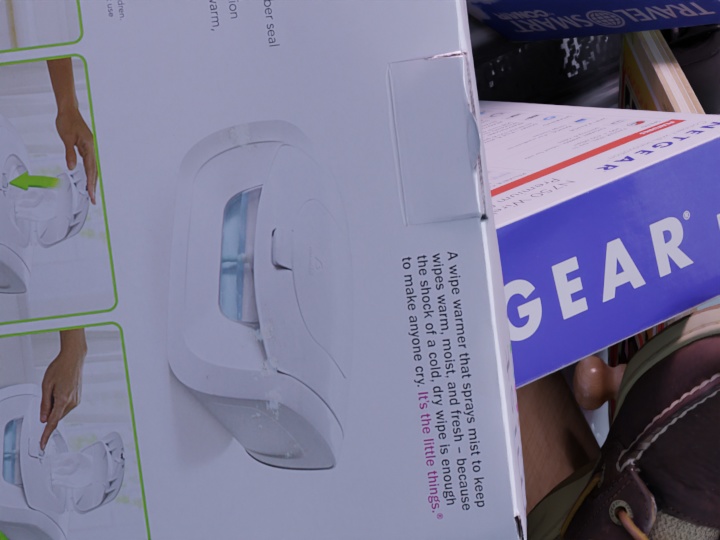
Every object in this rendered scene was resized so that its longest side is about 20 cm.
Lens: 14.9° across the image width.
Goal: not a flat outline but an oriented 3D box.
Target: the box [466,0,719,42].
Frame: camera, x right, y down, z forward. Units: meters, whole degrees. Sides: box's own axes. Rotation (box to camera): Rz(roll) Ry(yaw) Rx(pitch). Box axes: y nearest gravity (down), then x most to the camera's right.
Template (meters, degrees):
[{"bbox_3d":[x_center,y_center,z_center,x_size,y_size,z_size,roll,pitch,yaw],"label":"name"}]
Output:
[{"bbox_3d":[0.050,-0.134,0.959,0.200,0.122,0.048,28,71,-39],"label":"box"}]

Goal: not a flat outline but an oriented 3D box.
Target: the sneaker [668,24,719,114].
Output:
[{"bbox_3d":[0.149,-0.118,1.097,0.091,0.076,0.200,42,56,-24],"label":"sneaker"}]

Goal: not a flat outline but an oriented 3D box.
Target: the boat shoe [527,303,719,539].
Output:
[{"bbox_3d":[0.099,0.082,0.865,0.072,0.200,0.072,20,54,-12],"label":"boat shoe"}]

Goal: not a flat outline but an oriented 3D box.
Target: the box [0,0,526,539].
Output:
[{"bbox_3d":[-0.057,-0.026,0.674,0.176,0.097,0.201,-8,96,0],"label":"box"}]

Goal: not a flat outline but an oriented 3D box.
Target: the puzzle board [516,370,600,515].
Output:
[{"bbox_3d":[0.041,0.073,0.965,0.151,0.017,0.200,62,24,-18],"label":"puzzle board"}]

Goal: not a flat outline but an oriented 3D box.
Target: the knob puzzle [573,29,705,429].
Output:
[{"bbox_3d":[0.094,0.020,0.994,0.030,0.220,0.221,1,90,-1],"label":"knob puzzle"}]

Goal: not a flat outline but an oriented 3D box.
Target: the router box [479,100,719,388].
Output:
[{"bbox_3d":[0.000,0.000,0.856,0.199,0.179,0.049,-22,107,-30],"label":"router box"}]
